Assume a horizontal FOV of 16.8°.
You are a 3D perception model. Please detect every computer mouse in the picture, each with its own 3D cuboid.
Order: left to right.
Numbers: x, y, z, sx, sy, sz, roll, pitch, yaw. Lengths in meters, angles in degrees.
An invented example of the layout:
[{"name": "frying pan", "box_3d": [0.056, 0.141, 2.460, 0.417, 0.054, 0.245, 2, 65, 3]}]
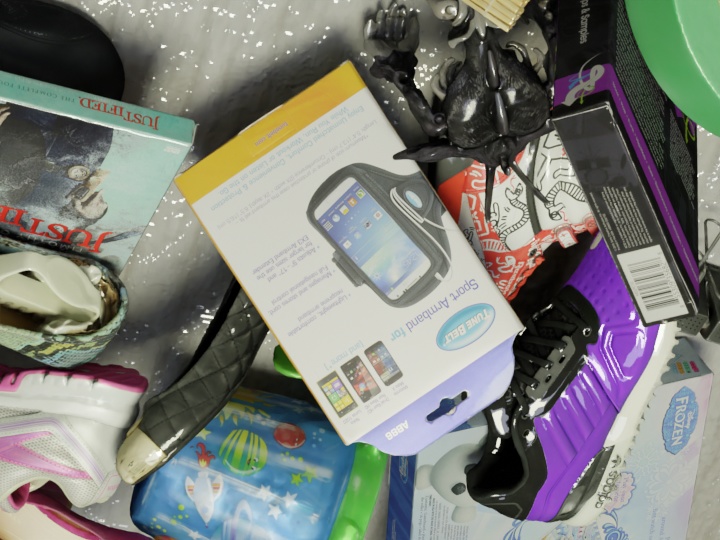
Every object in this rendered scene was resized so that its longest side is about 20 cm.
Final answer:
[{"name": "computer mouse", "box_3d": [-0.226, -0.104, 1.318, 0.199, 0.053, 0.139, 9, 123, -13]}]

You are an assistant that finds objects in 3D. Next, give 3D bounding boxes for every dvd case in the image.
[{"name": "dvd case", "box_3d": [-0.189, -0.039, 1.344, 0.145, 0.022, 0.200, 14, 146, -17]}]

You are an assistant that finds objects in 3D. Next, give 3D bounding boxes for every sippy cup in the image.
[{"name": "sippy cup", "box_3d": [-0.065, 0.129, 1.464, 0.130, 0.140, 0.179, 22, 85, -9]}]

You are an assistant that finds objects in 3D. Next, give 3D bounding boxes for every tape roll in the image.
[{"name": "tape roll", "box_3d": [0.230, -0.163, 1.262, 0.199, 0.048, 0.202, -3, 96, -27]}]

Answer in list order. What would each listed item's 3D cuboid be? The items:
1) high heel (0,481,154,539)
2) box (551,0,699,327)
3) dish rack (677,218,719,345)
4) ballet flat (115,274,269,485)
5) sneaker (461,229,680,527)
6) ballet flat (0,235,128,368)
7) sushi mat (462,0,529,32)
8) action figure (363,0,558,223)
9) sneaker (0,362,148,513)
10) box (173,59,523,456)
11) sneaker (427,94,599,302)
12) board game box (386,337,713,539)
[{"name": "high heel", "box_3d": [-0.182, 0.167, 1.423, 0.096, 0.200, 0.068, 5, 117, -40]}, {"name": "box", "box_3d": [0.141, -0.089, 1.280, 0.036, 0.201, 0.143, -14, 127, 20]}, {"name": "dish rack", "box_3d": [0.271, -0.025, 1.419, 0.153, 0.055, 0.200, 16, 128, -18]}, {"name": "ballet flat", "box_3d": [-0.084, 0.034, 1.388, 0.057, 0.066, 0.201, 36, 77, -13]}, {"name": "sneaker", "box_3d": [0.112, 0.058, 1.380, 0.099, 0.070, 0.201, 5, 113, -25]}, {"name": "ballet flat", "box_3d": [-0.210, -0.002, 1.321, 0.199, 0.074, 0.074, 17, 124, -39]}, {"name": "sushi mat", "box_3d": [0.019, -0.215, 1.222, 0.200, 0.012, 0.096, 35, 105, 6]}, {"name": "action figure", "box_3d": [0.060, -0.133, 1.302, 0.118, 0.102, 0.201, -13, 110, 0]}, {"name": "sneaker", "box_3d": [-0.222, 0.094, 1.405, 0.199, 0.081, 0.089, 5, 94, 19]}, {"name": "box", "box_3d": [0.000, 0.000, 1.342, 0.119, 0.041, 0.201, -33, 92, 2]}, {"name": "sneaker", "box_3d": [0.089, -0.012, 1.411, 0.107, 0.067, 0.202, 2, 123, -5]}, {"name": "board game box", "box_3d": [0.112, 0.150, 1.513, 0.198, 0.043, 0.201, -11, 128, -19]}]
